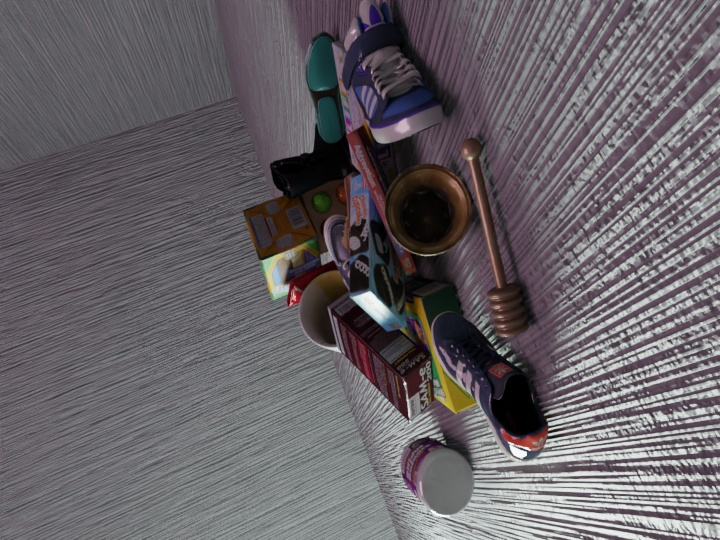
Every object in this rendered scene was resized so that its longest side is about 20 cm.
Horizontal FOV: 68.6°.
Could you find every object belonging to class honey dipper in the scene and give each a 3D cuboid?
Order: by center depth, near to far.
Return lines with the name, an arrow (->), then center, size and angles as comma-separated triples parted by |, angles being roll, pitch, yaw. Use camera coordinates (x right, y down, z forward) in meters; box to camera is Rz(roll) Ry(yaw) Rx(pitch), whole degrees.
honey dipper -> 0.136, -0.035, 0.553 | 0.038, 0.037, 0.208 | -171, 65, -77

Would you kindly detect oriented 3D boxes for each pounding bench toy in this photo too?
pounding bench toy -> -0.068, -0.152, 1.112 | 0.156, 0.120, 0.207 | 164, 86, -78

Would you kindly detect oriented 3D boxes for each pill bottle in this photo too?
pill bottle -> 0.139, 0.391, 1.030 | 0.200, 0.109, 0.116 | 140, 109, -77

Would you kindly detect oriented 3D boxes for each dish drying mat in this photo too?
dish drying mat -> -0.066, 0.012, 1.094 | 0.018, 0.196, 0.079 | 43, 139, 28

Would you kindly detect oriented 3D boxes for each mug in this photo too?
mug -> -0.024, 0.087, 1.085 | 0.151, 0.185, 0.154 | 51, 175, 22

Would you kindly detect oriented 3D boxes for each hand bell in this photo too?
hand bell -> 0.086, -0.052, 0.700 | 0.200, 0.101, 0.107 | 62, -174, -78

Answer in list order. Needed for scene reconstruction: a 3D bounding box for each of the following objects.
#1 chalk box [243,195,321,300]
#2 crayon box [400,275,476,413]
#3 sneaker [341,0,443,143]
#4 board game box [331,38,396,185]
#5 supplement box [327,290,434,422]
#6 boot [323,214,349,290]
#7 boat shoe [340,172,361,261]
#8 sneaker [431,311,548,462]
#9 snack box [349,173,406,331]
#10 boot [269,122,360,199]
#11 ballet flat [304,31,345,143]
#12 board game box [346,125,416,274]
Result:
chalk box -> -0.153, -0.036, 1.085 | 0.203, 0.120, 0.127 | 89, 157, -58
crayon box -> 0.111, 0.107, 0.839 | 0.200, 0.056, 0.179 | -165, 56, -77
sneaker -> 0.027, -0.240, 0.620 | 0.201, 0.078, 0.151 | -122, 12, -67
board game box -> 0.007, -0.241, 0.829 | 0.135, 0.033, 0.206 | -123, 18, -52
supplement box -> 0.031, 0.131, 0.846 | 0.199, 0.060, 0.111 | 40, 151, 41
boot -> 0.000, 0.000, 0.926 | 0.204, 0.071, 0.091 | 60, 180, -17
boat shoe -> -0.002, -0.059, 0.869 | 0.075, 0.070, 0.208 | 7, -112, -58
sneaker -> 0.154, 0.121, 0.627 | 0.202, 0.073, 0.086 | 54, 164, 27
snack box -> 0.026, -0.029, 0.781 | 0.116, 0.036, 0.207 | 44, -142, -49
boot -> -0.105, -0.230, 1.054 | 0.078, 0.162, 0.203 | 85, 162, -45
ballet flat -> -0.066, -0.336, 0.961 | 0.072, 0.064, 0.205 | -102, 5, -47
board game box -> 0.034, -0.103, 0.753 | 0.103, 0.019, 0.206 | -69, -44, -70
